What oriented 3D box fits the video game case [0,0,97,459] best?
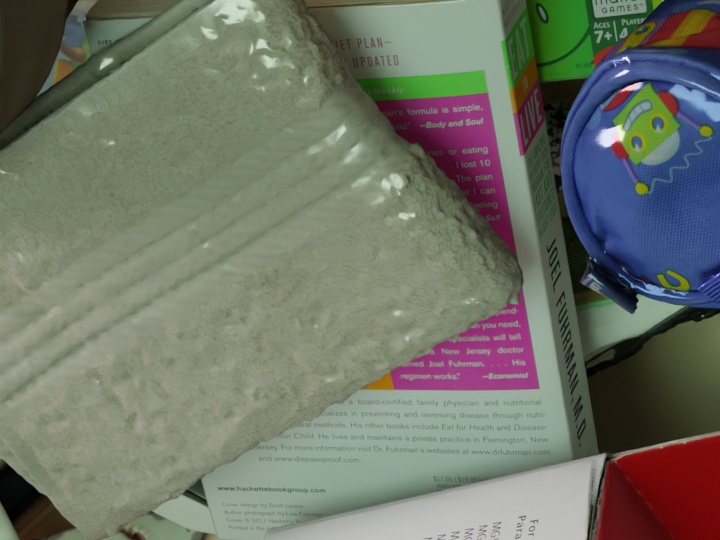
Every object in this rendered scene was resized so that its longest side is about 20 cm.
[{"bbox_3d":[-0.118,-0.041,0.964,0.142,0.017,0.201,-15,91,-13],"label":"video game case"}]

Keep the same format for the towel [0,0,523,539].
[{"bbox_3d":[-0.058,-0.001,0.858,0.200,0.035,0.133,-30,111,33],"label":"towel"}]

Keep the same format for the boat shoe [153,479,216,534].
[{"bbox_3d":[-0.004,0.073,0.991,0.199,0.074,0.061,21,118,30],"label":"boat shoe"}]

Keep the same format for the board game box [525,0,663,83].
[{"bbox_3d":[0.026,-0.088,0.911,0.199,0.102,0.048,-4,102,28],"label":"board game box"}]

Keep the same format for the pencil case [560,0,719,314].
[{"bbox_3d":[0.133,-0.060,0.809,0.078,0.200,0.087,-21,105,42],"label":"pencil case"}]

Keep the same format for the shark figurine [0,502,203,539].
[{"bbox_3d":[-0.178,0.111,1.093,0.214,0.090,0.129,25,80,12],"label":"shark figurine"}]

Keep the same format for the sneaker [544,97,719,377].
[{"bbox_3d":[0.090,-0.022,0.917,0.199,0.077,0.089,-27,82,29],"label":"sneaker"}]

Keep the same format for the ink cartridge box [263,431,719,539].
[{"bbox_3d":[0.085,0.155,0.901,0.175,0.084,0.200,-16,132,30],"label":"ink cartridge box"}]

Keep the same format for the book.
[{"bbox_3d":[0.000,0.000,0.881,0.133,0.048,0.201,2,121,21],"label":"book"}]

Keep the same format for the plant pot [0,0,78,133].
[{"bbox_3d":[-0.140,-0.149,0.854,0.199,0.174,0.201,22,135,23],"label":"plant pot"}]
